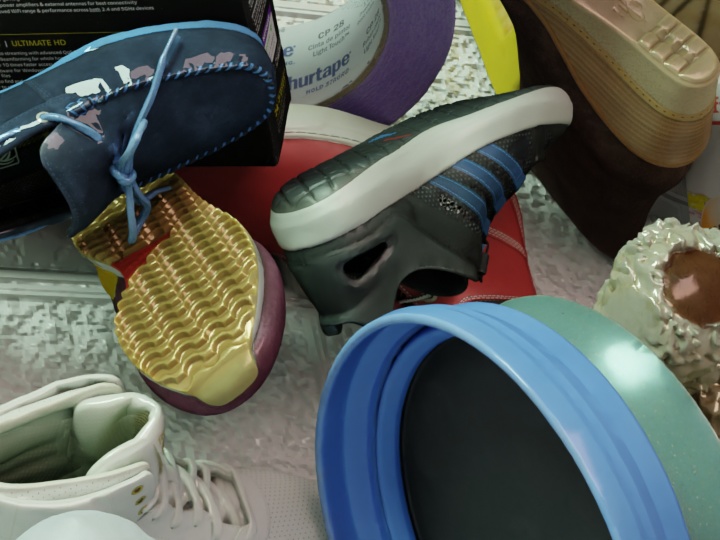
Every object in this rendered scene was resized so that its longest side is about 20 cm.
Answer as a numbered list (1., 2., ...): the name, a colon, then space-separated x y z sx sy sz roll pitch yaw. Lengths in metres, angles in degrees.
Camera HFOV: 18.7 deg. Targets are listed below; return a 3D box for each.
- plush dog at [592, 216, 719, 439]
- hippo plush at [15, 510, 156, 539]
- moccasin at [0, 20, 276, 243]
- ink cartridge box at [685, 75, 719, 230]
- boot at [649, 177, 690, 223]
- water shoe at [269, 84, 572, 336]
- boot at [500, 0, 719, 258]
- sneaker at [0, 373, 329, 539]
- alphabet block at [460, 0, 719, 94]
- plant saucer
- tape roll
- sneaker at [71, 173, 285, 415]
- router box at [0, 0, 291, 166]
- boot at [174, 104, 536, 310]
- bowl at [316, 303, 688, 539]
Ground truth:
1. plush dog: 0.147 0.079 1.030 0.172 0.160 0.200 -3 86 -44
2. hippo plush: -0.110 0.180 0.786 0.159 0.161 0.200 -18 62 -35
3. moccasin: -0.125 -0.040 0.920 0.200 0.081 0.068 -23 44 -3
4. ink cartridge box: 0.222 -0.043 1.092 0.068 0.115 0.200 -12 99 -32
5. boot: 0.226 -0.070 1.196 0.200 0.096 0.074 13 49 -15
6. water shoe: 0.033 -0.029 1.021 0.200 0.071 0.079 -27 104 -44
7. boot: 0.092 -0.111 1.122 0.072 0.166 0.200 -33 72 -26
8. sneaker: -0.081 0.096 0.902 0.200 0.116 0.074 -4 53 -30
9. alphabet block: 0.172 -0.218 1.225 0.200 0.196 0.196 -1 52 -26
10. plant saucer: 0.084 0.111 0.910 0.036 0.200 0.200 -19 63 -32
11. tape roll: -0.054 -0.141 1.050 0.200 0.200 0.066 13 49 -15
12. sneaker: -0.061 0.023 0.939 0.090 0.075 0.200 53 0 -27
13. router box: -0.140 -0.112 0.972 0.200 0.149 0.051 0 48 9
14. boot: 0.000 0.000 1.053 0.200 0.072 0.144 5 53 -26
15. bowl: 0.056 0.108 0.867 0.039 0.201 0.201 -19 63 -32
